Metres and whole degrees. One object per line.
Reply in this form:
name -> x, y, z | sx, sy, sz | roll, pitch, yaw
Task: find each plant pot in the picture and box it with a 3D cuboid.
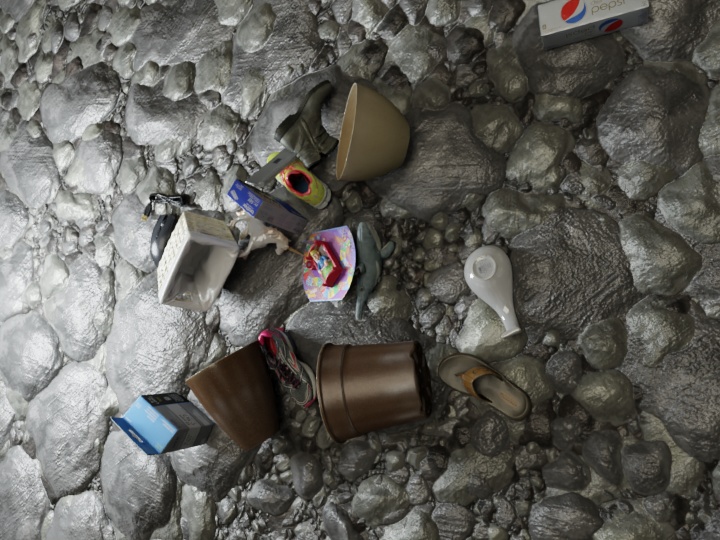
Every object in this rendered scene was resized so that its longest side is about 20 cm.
plant pot -> 0.036, 0.231, 1.216 | 0.193, 0.200, 0.206 | -12, 78, 15
plant pot -> -0.268, 0.294, 1.363 | 0.184, 0.186, 0.203 | -29, 86, 19
plant pot -> 0.031, -0.282, 1.290 | 0.131, 0.200, 0.206 | 9, 87, -10

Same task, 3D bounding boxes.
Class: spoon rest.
spoon rest -> 0.270, 0.043, 1.201 | 0.098, 0.060, 0.204 | -26, 60, 19

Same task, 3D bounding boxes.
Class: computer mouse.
computer mouse -> -0.543, -0.113, 1.601 | 0.137, 0.046, 0.205 | 14, 90, 25

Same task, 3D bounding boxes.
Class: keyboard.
keyboard -> -0.186, -0.251, 1.395 | 0.055, 0.011, 0.201 | 12, 44, 31

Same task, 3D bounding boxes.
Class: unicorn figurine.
unicorn figurine -> -0.244, -0.087, 1.442 | 0.136, 0.073, 0.203 | -34, 73, 22

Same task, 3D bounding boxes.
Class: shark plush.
shark plush -> 0.000, 0.000, 1.310 | 0.089, 0.083, 0.205 | 20, 92, 25

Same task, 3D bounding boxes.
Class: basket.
basket -> -0.395, -0.023, 1.441 | 0.202, 0.133, 0.124 | -58, 41, 23

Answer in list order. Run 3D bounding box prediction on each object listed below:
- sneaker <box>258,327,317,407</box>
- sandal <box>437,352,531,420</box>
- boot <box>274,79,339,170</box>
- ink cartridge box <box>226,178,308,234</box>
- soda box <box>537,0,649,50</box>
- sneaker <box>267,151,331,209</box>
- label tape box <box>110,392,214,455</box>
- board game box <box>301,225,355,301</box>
sneaker -> -0.170, 0.223, 1.369 | 0.080, 0.074, 0.202 | -41, 69, 15
sandal -> 0.241, 0.228, 1.184 | 0.198, 0.054, 0.083 | 33, 97, 25
boot -> -0.098, -0.334, 1.406 | 0.130, 0.068, 0.201 | 38, 76, 1
ink cartridge box -> -0.206, -0.140, 1.360 | 0.093, 0.199, 0.045 | 38, 98, 24
soda box -> 0.450, -0.498, 1.170 | 0.195, 0.063, 0.070 | -8, 80, 23
sneaker -> -0.156, -0.224, 1.408 | 0.199, 0.090, 0.079 | 37, 101, 26
label tape box -> -0.463, 0.357, 1.421 | 0.142, 0.199, 0.067 | 32, 94, 24
board game box -> -0.087, -0.015, 1.333 | 0.198, 0.038, 0.163 | -6, 79, 50
